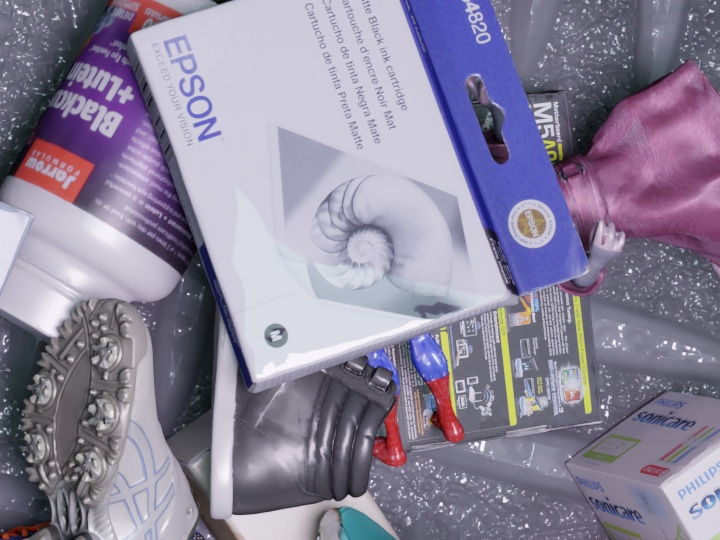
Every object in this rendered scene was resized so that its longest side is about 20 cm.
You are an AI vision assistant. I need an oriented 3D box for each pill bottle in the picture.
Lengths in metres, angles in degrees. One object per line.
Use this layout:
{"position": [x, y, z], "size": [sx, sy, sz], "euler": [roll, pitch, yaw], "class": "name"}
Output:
{"position": [-0.129, -0.053, 1.431], "size": [0.111, 0.111, 0.200], "euler": [31, 82, -16], "class": "pill bottle"}

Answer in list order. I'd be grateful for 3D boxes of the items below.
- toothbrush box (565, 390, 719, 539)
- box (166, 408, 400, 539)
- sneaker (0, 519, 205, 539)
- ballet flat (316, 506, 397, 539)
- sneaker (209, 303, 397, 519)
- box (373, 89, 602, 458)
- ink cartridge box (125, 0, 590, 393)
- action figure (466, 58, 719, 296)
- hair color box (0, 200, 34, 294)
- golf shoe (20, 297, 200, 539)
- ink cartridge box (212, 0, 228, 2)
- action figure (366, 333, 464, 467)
{"position": [0.227, 0.178, 1.531], "size": [0.086, 0.146, 0.200], "euler": [-33, 101, -14], "class": "toothbrush box"}
{"position": [-0.024, 0.163, 1.481], "size": [0.078, 0.095, 0.200], "euler": [-36, 100, -13], "class": "box"}
{"position": [-0.172, 0.164, 1.453], "size": [0.200, 0.075, 0.079], "euler": [16, 78, -25], "class": "sneaker"}
{"position": [0.035, 0.217, 1.422], "size": [0.200, 0.072, 0.072], "euler": [45, 79, -11], "class": "ballet flat"}
{"position": [-0.029, 0.036, 1.403], "size": [0.099, 0.071, 0.201], "euler": [3, 79, -4], "class": "sneaker"}
{"position": [0.052, 0.002, 1.524], "size": [0.160, 0.044, 0.201], "euler": [-8, 94, -17], "class": "box"}
{"position": [0.002, -0.060, 1.367], "size": [0.200, 0.041, 0.200], "euler": [-20, 84, -12], "class": "ink cartridge box"}
{"position": [0.126, -0.044, 1.489], "size": [0.200, 0.149, 0.134], "euler": [-18, 66, -1], "class": "action figure"}
{"position": [-0.240, -0.024, 1.351], "size": [0.099, 0.200, 0.061], "euler": [24, 85, -16], "class": "hair color box"}
{"position": [-0.128, 0.109, 1.394], "size": [0.097, 0.078, 0.201], "euler": [-4, 108, -45], "class": "golf shoe"}
{"position": [0.006, -0.228, 1.480], "size": [0.199, 0.076, 0.148], "euler": [-2, 92, -18], "class": "ink cartridge box"}
{"position": [0.000, 0.000, 1.459], "size": [0.065, 0.099, 0.200], "euler": [-22, 120, -17], "class": "action figure"}
